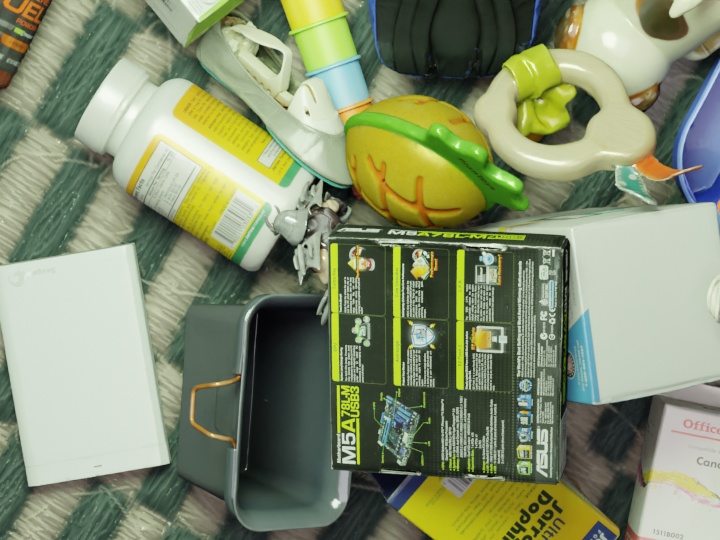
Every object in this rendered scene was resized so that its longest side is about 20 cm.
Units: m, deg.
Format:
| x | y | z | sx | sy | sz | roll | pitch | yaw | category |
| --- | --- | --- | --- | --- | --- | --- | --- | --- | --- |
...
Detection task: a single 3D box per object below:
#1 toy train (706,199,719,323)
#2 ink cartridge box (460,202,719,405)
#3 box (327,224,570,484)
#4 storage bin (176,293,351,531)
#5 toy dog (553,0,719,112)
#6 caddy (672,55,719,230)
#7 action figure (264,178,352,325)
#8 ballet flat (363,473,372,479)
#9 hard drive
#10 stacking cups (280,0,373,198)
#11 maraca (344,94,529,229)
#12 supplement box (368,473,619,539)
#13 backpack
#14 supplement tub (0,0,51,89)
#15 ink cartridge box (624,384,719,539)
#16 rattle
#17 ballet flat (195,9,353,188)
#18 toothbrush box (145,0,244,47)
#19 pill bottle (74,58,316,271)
| x | y | z | sx | sy | sz | roll | pitch | yaw | category |
| --- | --- | --- | --- | --- | --- | --- | --- | --- | --- |
| 0.352 | -0.011 | 1.636 | 0.055 | 0.199 | 0.152 | 5 | 92 | 31 | toy train |
| 0.197 | 0.025 | 1.677 | 0.145 | 0.200 | 0.148 | -10 | 94 | -24 | ink cartridge box |
| 0.070 | 0.068 | 1.583 | 0.191 | 0.048 | 0.202 | 3 | 106 | 14 | box |
| -0.098 | 0.115 | 1.719 | 0.145 | 0.134 | 0.202 | 1 | 94 | -38 | storage bin |
| 0.265 | -0.222 | 1.696 | 0.139 | 0.195 | 0.200 | 37 | 127 | -15 | toy dog |
| 0.358 | -0.123 | 1.732 | 0.140 | 0.105 | 0.201 | 27 | 93 | -3 | caddy |
| 0.000 | 0.000 | 1.671 | 0.199 | 0.131 | 0.069 | 29 | 138 | -24 | action figure |
| 0.038 | 0.088 | 1.766 | 0.072 | 0.072 | 0.202 | 28 | 92 | -2 | ballet flat |
| -0.252 | 0.085 | 1.785 | 0.131 | 0.026 | 0.202 | -9 | 94 | 0 | hard drive |
| -0.014 | -0.166 | 1.757 | 0.060 | 0.061 | 0.202 | -21 | 97 | 1 | stacking cups |
| 0.061 | -0.089 | 1.642 | 0.137 | 0.199 | 0.108 | 34 | 78 | -29 | maraca |
| 0.110 | 0.194 | 1.720 | 0.200 | 0.109 | 0.110 | 39 | 93 | -23 | supplement box |
| 0.087 | -0.275 | 1.697 | 0.161 | 0.168 | 0.201 | 2 | 126 | 3 | backpack |
| -0.313 | -0.268 | 1.722 | 0.106 | 0.107 | 0.201 | 27 | 94 | -2 | supplement tub |
| 0.311 | 0.183 | 1.771 | 0.115 | 0.068 | 0.202 | 10 | 94 | -1 | ink cartridge box |
| 0.194 | -0.089 | 1.672 | 0.199 | 0.144 | 0.130 | 29 | 50 | 20 | rattle |
| -0.066 | -0.155 | 1.721 | 0.200 | 0.067 | 0.064 | 43 | 123 | 18 | ballet flat |
| -0.118 | -0.316 | 1.703 | 0.200 | 0.086 | 0.146 | -40 | 92 | -18 | toothbrush box |
| -0.146 | -0.097 | 1.730 | 0.199 | 0.113 | 0.113 | 32 | 93 | -2 | pill bottle |
